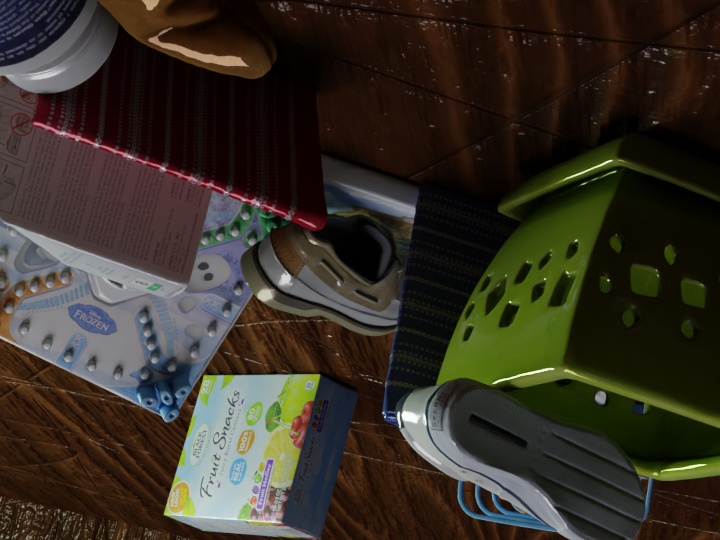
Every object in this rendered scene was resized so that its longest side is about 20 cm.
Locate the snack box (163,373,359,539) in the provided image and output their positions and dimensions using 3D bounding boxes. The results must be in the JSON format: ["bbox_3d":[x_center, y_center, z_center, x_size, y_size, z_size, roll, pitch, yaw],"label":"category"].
[{"bbox_3d":[-0.110,0.201,2.233,0.068,0.169,0.200,29,158,-38],"label":"snack box"}]

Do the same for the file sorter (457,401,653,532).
[{"bbox_3d":[0.187,0.173,1.894,0.139,0.123,0.200,6,177,24],"label":"file sorter"}]

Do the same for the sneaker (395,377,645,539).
[{"bbox_3d":[0.107,0.121,1.342,0.200,0.073,0.071,36,163,-33],"label":"sneaker"}]

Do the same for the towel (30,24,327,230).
[{"bbox_3d":[-0.113,-0.100,1.313,0.200,0.145,0.022,20,125,-19],"label":"towel"}]

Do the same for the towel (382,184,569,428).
[{"bbox_3d":[0.094,0.043,1.485,0.145,0.200,0.024,18,148,-12],"label":"towel"}]

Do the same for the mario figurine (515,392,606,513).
[{"bbox_3d":[0.117,0.078,1.538,0.123,0.200,0.106,-16,165,-29],"label":"mario figurine"}]

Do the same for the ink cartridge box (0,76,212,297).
[{"bbox_3d":[-0.191,-0.088,1.352,0.200,0.161,0.050,19,159,-18],"label":"ink cartridge box"}]

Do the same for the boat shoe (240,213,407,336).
[{"bbox_3d":[0.000,0.000,1.555,0.068,0.075,0.200,-38,156,29],"label":"boat shoe"}]

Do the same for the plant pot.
[{"bbox_3d":[0.190,0.024,1.375,0.200,0.182,0.199,20,162,-19],"label":"plant pot"}]

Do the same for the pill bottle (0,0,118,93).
[{"bbox_3d":[-0.214,-0.178,1.160,0.111,0.111,0.200,7,162,22],"label":"pill bottle"}]

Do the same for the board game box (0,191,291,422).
[{"bbox_3d":[-0.174,-0.005,1.540,0.200,0.200,0.026,28,-167,-22],"label":"board game box"}]

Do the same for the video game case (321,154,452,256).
[{"bbox_3d":[0.032,-0.029,1.610,0.200,0.022,0.182,18,163,-13],"label":"video game case"}]

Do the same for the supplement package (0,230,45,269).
[{"bbox_3d":[-0.301,-0.053,1.633,0.121,0.120,0.200,24,161,-31],"label":"supplement package"}]

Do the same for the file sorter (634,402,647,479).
[{"bbox_3d":[0.151,0.095,1.698,0.139,0.125,0.200,6,171,27],"label":"file sorter"}]

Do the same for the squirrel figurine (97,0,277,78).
[{"bbox_3d":[-0.095,-0.206,0.938,0.200,0.142,0.187,15,158,-13],"label":"squirrel figurine"}]
